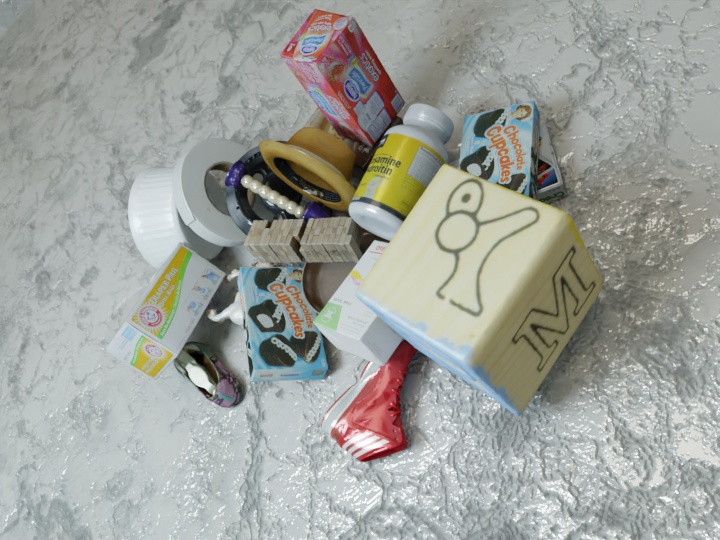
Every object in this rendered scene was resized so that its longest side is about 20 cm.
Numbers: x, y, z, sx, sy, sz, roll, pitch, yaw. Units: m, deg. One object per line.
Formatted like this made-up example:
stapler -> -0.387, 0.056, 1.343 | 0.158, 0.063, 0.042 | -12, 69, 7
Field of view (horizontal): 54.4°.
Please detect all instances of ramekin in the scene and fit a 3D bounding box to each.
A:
ramekin -> -0.336, -0.104, 1.328 | 0.097, 0.201, 0.202 | -6, 59, 22

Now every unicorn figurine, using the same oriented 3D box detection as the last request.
unicorn figurine -> -0.197, 0.062, 1.212 | 0.136, 0.074, 0.202 | -7, 62, 36

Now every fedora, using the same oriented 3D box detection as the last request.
fedora -> -0.071, -0.177, 1.154 | 0.200, 0.201, 0.082 | 22, 75, 40

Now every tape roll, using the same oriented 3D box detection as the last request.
tape roll -> -0.247, -0.143, 1.286 | 0.037, 0.202, 0.204 | -21, 50, 47

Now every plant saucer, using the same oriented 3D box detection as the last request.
plant saucer -> 0.000, 0.000, 1.129 | 0.199, 0.032, 0.201 | -13, 51, 17

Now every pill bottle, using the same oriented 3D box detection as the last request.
pill bottle -> 0.070, -0.153, 1.093 | 0.111, 0.112, 0.201 | 16, 75, 39

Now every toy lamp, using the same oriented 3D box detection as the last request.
toy lamp -> -0.136, -0.121, 1.207 | 0.199, 0.058, 0.058 | 31, 80, 5

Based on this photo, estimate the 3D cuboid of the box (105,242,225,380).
box -> -0.335, 0.069, 1.217 | 0.112, 0.101, 0.201 | -42, 19, 43

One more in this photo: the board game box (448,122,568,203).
board game box -> 0.207, -0.136, 1.084 | 0.199, 0.035, 0.127 | -21, 53, 23

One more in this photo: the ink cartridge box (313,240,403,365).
ink cartridge box -> 0.037, 0.027, 1.007 | 0.117, 0.067, 0.201 | 13, 60, 51

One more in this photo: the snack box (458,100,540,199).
snack box -> 0.205, -0.155, 1.047 | 0.115, 0.037, 0.202 | -8, 58, 30

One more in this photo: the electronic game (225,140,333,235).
electronic game -> -0.143, -0.140, 1.263 | 0.198, 0.042, 0.202 | 1, 73, -3

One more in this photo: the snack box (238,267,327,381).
snack box -> -0.128, 0.082, 1.124 | 0.037, 0.115, 0.201 | 112, 151, -46

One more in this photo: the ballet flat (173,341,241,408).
ballet flat -> -0.278, 0.168, 1.204 | 0.199, 0.071, 0.069 | 31, 85, 42

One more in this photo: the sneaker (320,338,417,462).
sneaker -> 0.048, 0.184, 0.991 | 0.115, 0.078, 0.200 | 39, 88, 25

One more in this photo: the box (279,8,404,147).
box -> -0.025, -0.306, 1.124 | 0.095, 0.200, 0.100 | 28, 78, 39

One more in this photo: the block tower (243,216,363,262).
block tower -> -0.090, -0.050, 1.154 | 0.198, 0.054, 0.058 | 2, 58, 27

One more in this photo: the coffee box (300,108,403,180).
coffee box -> -0.006, -0.236, 1.258 | 0.200, 0.080, 0.115 | 32, 83, 42

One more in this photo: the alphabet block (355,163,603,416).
alphabet block -> 0.149, 0.023, 0.861 | 0.195, 0.196, 0.201 | 32, 83, 38
